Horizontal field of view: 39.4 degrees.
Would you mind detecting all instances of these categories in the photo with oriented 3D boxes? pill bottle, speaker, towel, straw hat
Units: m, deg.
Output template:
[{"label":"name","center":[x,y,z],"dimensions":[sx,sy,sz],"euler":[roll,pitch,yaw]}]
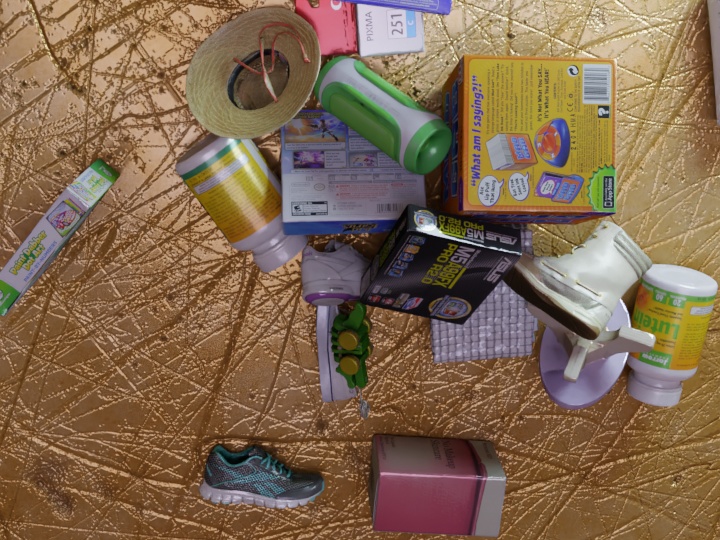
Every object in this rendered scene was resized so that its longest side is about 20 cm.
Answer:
[{"label":"pill bottle","center":[-0.163,-0.101,1.433],"dimensions":[0.113,0.113,0.200],"euler":[-33,107,8]},{"label":"pill bottle","center":[0.467,0.100,1.535],"dimensions":[0.111,0.111,0.200],"euler":[6,108,-5]},{"label":"speaker","center":[0.028,-0.211,1.356],"dimensions":[0.200,0.088,0.088],"euler":[40,106,29]},{"label":"towel","center":[0.180,0.033,1.514],"dimensions":[0.165,0.086,0.200],"euler":[-6,107,-3]},{"label":"straw hat","center":[-0.134,-0.255,1.391],"dimensions":[0.201,0.085,0.201],"euler":[-4,73,13]},{"label":"speaker","center":[0.539,-0.303,1.423],"dimensions":[0.081,0.081,0.200],"euler":[-12,108,1]}]

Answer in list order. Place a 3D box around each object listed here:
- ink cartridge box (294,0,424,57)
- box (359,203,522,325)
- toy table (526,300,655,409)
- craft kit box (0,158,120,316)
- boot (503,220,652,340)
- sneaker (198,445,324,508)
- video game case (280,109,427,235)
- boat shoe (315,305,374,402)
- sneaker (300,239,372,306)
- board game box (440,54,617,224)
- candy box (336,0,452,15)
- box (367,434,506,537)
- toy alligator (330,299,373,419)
[{"label":"ink cartridge box","center":[-0.005,-0.395,1.381],"dimensions":[0.176,0.045,0.200],"euler":[-5,108,-3]},{"label":"box","center":[0.104,-0.003,1.361],"dimensions":[0.160,0.044,0.200],"euler":[13,146,-14]},{"label":"toy table","center":[0.332,0.093,1.473],"dimensions":[0.184,0.117,0.200],"euler":[8,65,10]},{"label":"craft kit box","center":[-0.424,-0.051,1.389],"dimensions":[0.049,0.200,0.198],"euler":[41,101,-13]},{"label":"boot","center":[0.294,-0.016,1.426],"dimensions":[0.200,0.072,0.155],"euler":[38,75,15]},{"label":"sneaker","center":[-0.155,0.323,1.596],"dimensions":[0.200,0.078,0.091],"euler":[3,104,-6]},{"label":"video game case","center":[-0.012,-0.140,1.408],"dimensions":[0.200,0.045,0.181],"euler":[-1,65,-3]},{"label":"boat shoe","center":[-0.023,0.109,1.530],"dimensions":[0.086,0.075,0.202],"euler":[-4,111,-1]},{"label":"sneaker","center":[0.000,0.000,1.477],"dimensions":[0.200,0.075,0.100],"euler":[2,68,-37]},{"label":"board game box","center":[0.220,-0.169,1.358],"dimensions":[0.200,0.200,0.200],"euler":[1,89,-4]},{"label":"candy box","center":[0.047,-0.445,1.305],"dimensions":[0.169,0.077,0.200],"euler":[6,108,-7]},{"label":"box","center":[0.117,0.338,1.585],"dimensions":[0.200,0.128,0.109],"euler":[4,107,-5]},{"label":"toy alligator","center":[-0.016,0.131,1.481],"dimensions":[0.054,0.059,0.200],"euler":[10,119,22]}]
